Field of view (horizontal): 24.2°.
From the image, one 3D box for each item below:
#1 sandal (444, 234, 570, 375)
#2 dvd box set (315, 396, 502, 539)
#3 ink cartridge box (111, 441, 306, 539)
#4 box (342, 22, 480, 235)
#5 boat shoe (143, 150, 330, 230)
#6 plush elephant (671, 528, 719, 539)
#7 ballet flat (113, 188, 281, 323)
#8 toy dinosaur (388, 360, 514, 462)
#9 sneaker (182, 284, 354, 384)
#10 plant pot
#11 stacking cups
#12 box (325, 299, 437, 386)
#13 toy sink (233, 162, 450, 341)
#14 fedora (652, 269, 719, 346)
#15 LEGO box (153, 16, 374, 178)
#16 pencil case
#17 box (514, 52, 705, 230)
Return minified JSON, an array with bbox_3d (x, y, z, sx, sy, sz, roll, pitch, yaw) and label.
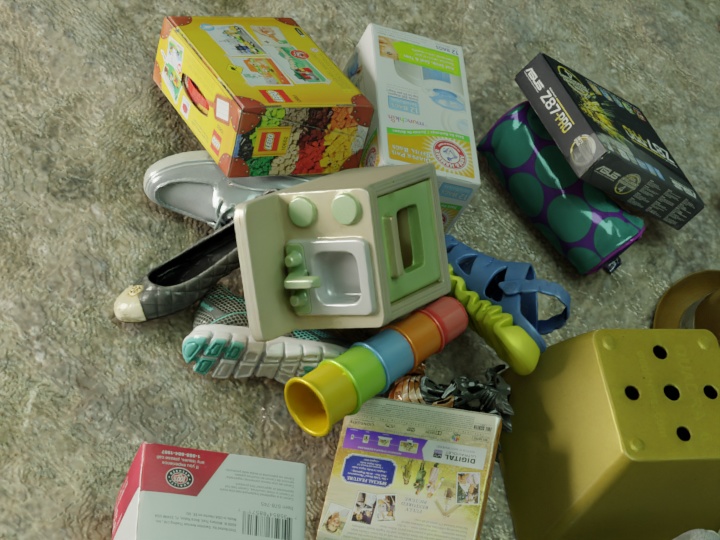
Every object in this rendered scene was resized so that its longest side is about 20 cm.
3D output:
[{"bbox_3d":[0.137,0.022,1.643,0.087,0.080,0.200,-36,44,-7],"label":"sandal"},{"bbox_3d":[0.040,0.217,1.519,0.146,0.029,0.201,6,65,14],"label":"dvd box set"},{"bbox_3d":[-0.133,0.270,1.402,0.145,0.145,0.200,11,56,-15],"label":"ink cartridge box"},{"bbox_3d":[0.047,-0.141,1.744,0.112,0.101,0.200,12,49,-19],"label":"box"},{"bbox_3d":[-0.114,-0.067,1.650,0.200,0.070,0.072,6,43,-5],"label":"boat shoe"},{"bbox_3d":[0.267,0.338,1.522,0.155,0.200,0.165,39,64,-22],"label":"plush elephant"},{"bbox_3d":[-0.149,-0.015,1.592,0.200,0.057,0.066,-32,40,-4],"label":"ballet flat"},{"bbox_3d":[0.072,0.133,1.604,0.135,0.102,0.201,2,85,-3],"label":"toy dinosaur"},{"bbox_3d":[-0.068,0.061,1.608,0.199,0.078,0.091,15,49,-16],"label":"sneaker"},{"bbox_3d":[0.257,0.155,1.610,0.199,0.176,0.200,1,59,-20],"label":"plant pot"},{"bbox_3d":[0.019,0.078,1.557,0.200,0.061,0.061,-34,76,-35],"label":"stacking cups"},{"bbox_3d":[0.000,0.000,1.702,0.200,0.021,0.164,39,53,5],"label":"box"},{"bbox_3d":[-0.009,-0.019,1.555,0.200,0.112,0.131,-21,106,-56],"label":"toy sink"},{"bbox_3d":[0.407,0.072,1.779,0.200,0.082,0.201,11,56,-16],"label":"fedora"},{"bbox_3d":[-0.100,-0.178,1.687,0.149,0.077,0.200,-4,36,-29],"label":"LEGO box"},{"bbox_3d":[0.216,-0.088,1.805,0.092,0.085,0.200,-33,75,-21],"label":"pencil case"},{"bbox_3d":[0.268,-0.138,1.808,0.200,0.049,0.161,22,34,-45],"label":"box"}]
